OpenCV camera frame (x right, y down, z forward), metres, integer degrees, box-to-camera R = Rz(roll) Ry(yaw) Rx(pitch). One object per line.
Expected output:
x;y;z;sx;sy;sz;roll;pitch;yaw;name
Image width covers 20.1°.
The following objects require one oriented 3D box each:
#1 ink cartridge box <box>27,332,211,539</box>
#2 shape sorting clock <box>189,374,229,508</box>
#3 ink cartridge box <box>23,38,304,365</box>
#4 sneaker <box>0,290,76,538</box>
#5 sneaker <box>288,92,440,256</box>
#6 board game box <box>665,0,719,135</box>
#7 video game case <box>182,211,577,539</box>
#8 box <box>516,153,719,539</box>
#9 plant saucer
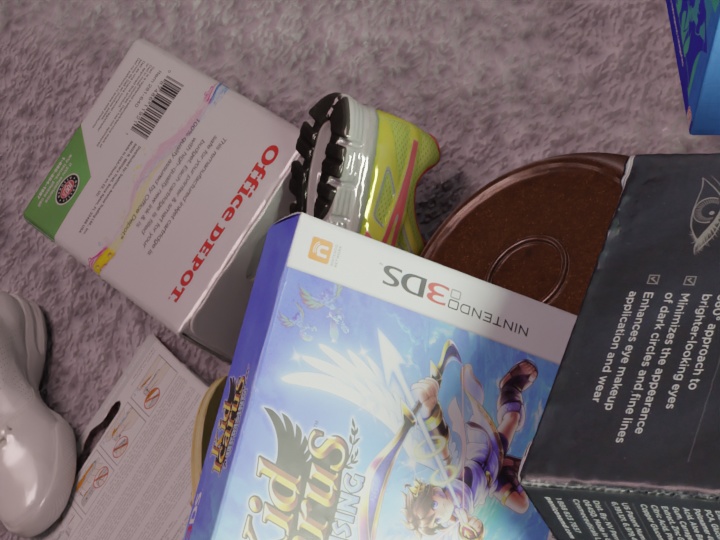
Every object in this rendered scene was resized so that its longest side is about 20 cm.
-0.127;0.144;1.260;0.162;0.050;0.200;-56;28;0;ink cartridge box
-0.039;0.150;1.063;0.039;0.200;0.200;-18;56;22;shape sorting clock
-0.104;-0.042;1.300;0.200;0.084;0.145;32;89;45;ink cartridge box
-0.248;0.087;1.337;0.075;0.088;0.200;-41;45;20;sneaker
0.000;0.000;1.202;0.078;0.090;0.200;34;113;56;sneaker
0.198;-0.192;1.062;0.045;0.200;0.152;0;53;-3;board game box
0.018;0.095;0.988;0.045;0.181;0.200;-20;53;66;video game case
0.205;0.054;0.931;0.200;0.118;0.197;1;52;32;box
0.098;0.010;1.124;0.200;0.034;0.201;-22;46;25;plant saucer
